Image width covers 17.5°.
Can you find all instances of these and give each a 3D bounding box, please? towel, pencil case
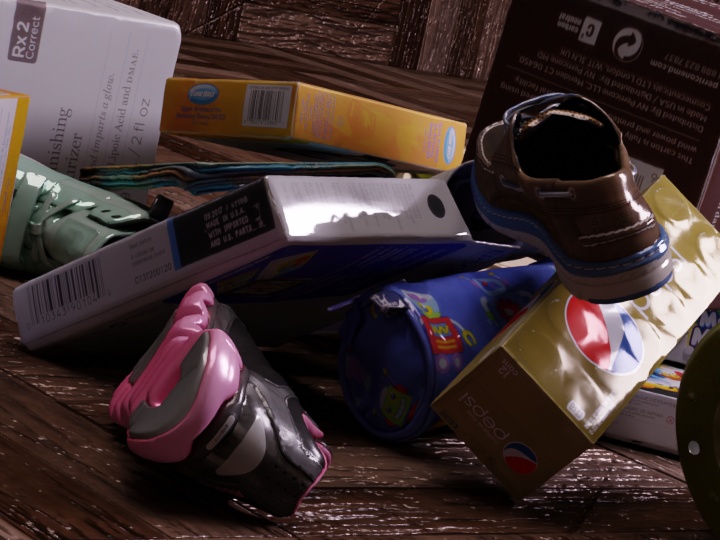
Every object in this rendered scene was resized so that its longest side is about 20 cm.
[{"bbox_3d":[-0.082,-0.058,1.497,0.146,0.022,0.200,0,2,-26],"label":"towel"},{"bbox_3d":[0.072,0.034,1.271,0.200,0.078,0.087,-12,58,-44],"label":"pencil case"}]

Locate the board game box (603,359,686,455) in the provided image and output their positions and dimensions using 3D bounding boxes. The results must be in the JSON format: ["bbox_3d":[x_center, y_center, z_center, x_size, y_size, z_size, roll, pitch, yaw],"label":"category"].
[{"bbox_3d":[0.177,0.073,1.434,0.126,0.035,0.200,14,9,8],"label":"board game box"}]

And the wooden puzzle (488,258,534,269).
[{"bbox_3d":[0.168,-0.039,1.624,0.199,0.186,0.046,16,-31,2],"label":"wooden puzzle"}]

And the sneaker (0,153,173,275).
[{"bbox_3d":[-0.199,-0.033,1.431,0.200,0.074,0.118,12,2,-18],"label":"sneaker"}]

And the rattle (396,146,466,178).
[{"bbox_3d":[0.098,0.003,1.782,0.200,0.143,0.130,27,41,-4],"label":"rattle"}]

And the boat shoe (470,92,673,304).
[{"bbox_3d":[0.106,-0.052,1.197,0.072,0.073,0.200,-18,24,-13],"label":"boat shoe"}]

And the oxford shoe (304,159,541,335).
[{"bbox_3d":[0.029,-0.017,1.346,0.200,0.075,0.058,-20,-11,27],"label":"oxford shoe"}]

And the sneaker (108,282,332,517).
[{"bbox_3d":[-0.059,0.067,1.091,0.095,0.079,0.200,33,6,-12],"label":"sneaker"}]

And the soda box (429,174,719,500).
[{"bbox_3d":[0.121,0.030,1.207,0.068,0.064,0.200,47,41,1],"label":"soda box"}]

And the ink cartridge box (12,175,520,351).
[{"bbox_3d":[-0.049,-0.001,1.266,0.198,0.044,0.200,-22,-16,37],"label":"ink cartridge box"}]

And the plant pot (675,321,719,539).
[{"bbox_3d":[0.265,0.070,1.148,0.192,0.201,0.200,-10,21,-37],"label":"plant pot"}]

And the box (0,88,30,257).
[{"bbox_3d":[-0.249,-0.041,1.285,0.041,0.119,0.200,15,9,17],"label":"box"}]

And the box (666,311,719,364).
[{"bbox_3d":[0.220,0.033,1.483,0.199,0.049,0.117,15,9,-4],"label":"box"}]

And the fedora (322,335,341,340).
[{"bbox_3d":[0.000,0.000,1.494,0.200,0.082,0.201,4,6,0],"label":"fedora"}]

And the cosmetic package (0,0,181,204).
[{"bbox_3d":[-0.259,-0.119,1.612,0.200,0.165,0.165,5,12,-35],"label":"cosmetic package"}]

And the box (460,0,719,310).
[{"bbox_3d":[0.188,-0.079,1.429,0.166,0.165,0.200,24,15,32],"label":"box"}]

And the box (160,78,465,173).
[{"bbox_3d":[-0.022,-0.094,1.571,0.119,0.042,0.200,6,0,40],"label":"box"}]
